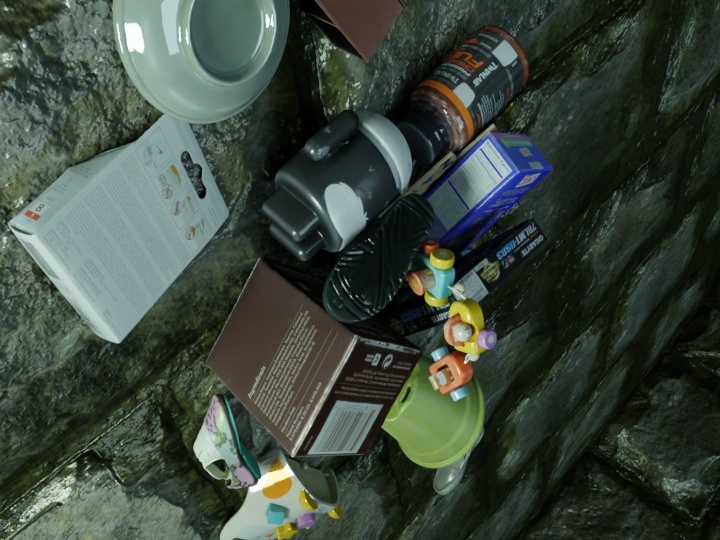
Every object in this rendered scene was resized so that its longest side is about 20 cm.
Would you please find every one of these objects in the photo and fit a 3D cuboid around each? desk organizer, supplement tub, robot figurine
[{"bbox_3d":[-0.037,-0.312,0.662,0.078,0.071,0.199,-55,145,2],"label":"desk organizer"},{"bbox_3d":[0.139,-0.240,0.895,0.200,0.106,0.108,-46,143,-16],"label":"supplement tub"},{"bbox_3d":[-0.027,-0.107,0.787,0.200,0.150,0.126,-43,102,-17],"label":"robot figurine"}]

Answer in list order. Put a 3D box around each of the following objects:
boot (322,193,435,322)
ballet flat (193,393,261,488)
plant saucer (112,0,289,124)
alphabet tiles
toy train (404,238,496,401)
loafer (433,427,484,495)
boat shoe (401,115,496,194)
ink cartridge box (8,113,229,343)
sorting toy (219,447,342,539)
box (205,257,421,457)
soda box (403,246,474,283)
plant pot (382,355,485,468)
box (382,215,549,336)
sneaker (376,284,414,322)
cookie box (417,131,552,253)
[{"bbox_3d":[0.000,0.000,0.824,0.201,0.076,0.168,-52,-171,-27],"label":"boot"},{"bbox_3d":[-0.196,0.257,0.915,0.070,0.070,0.203,-21,135,-12],"label":"ballet flat"},{"bbox_3d":[-0.133,-0.237,0.613,0.198,0.050,0.204,-31,135,-36],"label":"plant saucer"},{"bbox_3d":[0.125,-0.134,0.939,0.199,0.008,0.167,-41,166,14],"label":"alphabet tiles"},{"bbox_3d":[0.093,0.066,0.810,0.055,0.204,0.150,-18,169,-30],"label":"toy train"},{"bbox_3d":[0.234,0.453,1.573,0.070,0.069,0.203,39,77,-50],"label":"loafer"},{"bbox_3d":[0.133,-0.176,0.974,0.201,0.062,0.075,-52,146,-2],"label":"boat shoe"},{"bbox_3d":[-0.234,-0.053,0.661,0.202,0.049,0.164,-58,149,-32],"label":"ink cartridge box"},{"bbox_3d":[-0.140,0.411,1.087,0.179,0.108,0.200,-37,144,6],"label":"sorting toy"},{"bbox_3d":[-0.062,0.116,0.844,0.165,0.199,0.167,20,102,-54],"label":"box"},{"bbox_3d":[0.115,-0.020,1.069,0.198,0.064,0.069,3,115,-51],"label":"soda box"},{"bbox_3d":[0.095,0.228,1.150,0.183,0.199,0.202,37,88,-43],"label":"plant pot"},{"bbox_3d":[0.151,0.016,0.947,0.197,0.050,0.199,-34,180,-29],"label":"box"},{"bbox_3d":[0.042,0.087,1.046,0.198,0.083,0.078,-27,136,-35],"label":"sneaker"},{"bbox_3d":[0.172,-0.109,0.959,0.200,0.076,0.170,-44,165,30],"label":"cookie box"}]
